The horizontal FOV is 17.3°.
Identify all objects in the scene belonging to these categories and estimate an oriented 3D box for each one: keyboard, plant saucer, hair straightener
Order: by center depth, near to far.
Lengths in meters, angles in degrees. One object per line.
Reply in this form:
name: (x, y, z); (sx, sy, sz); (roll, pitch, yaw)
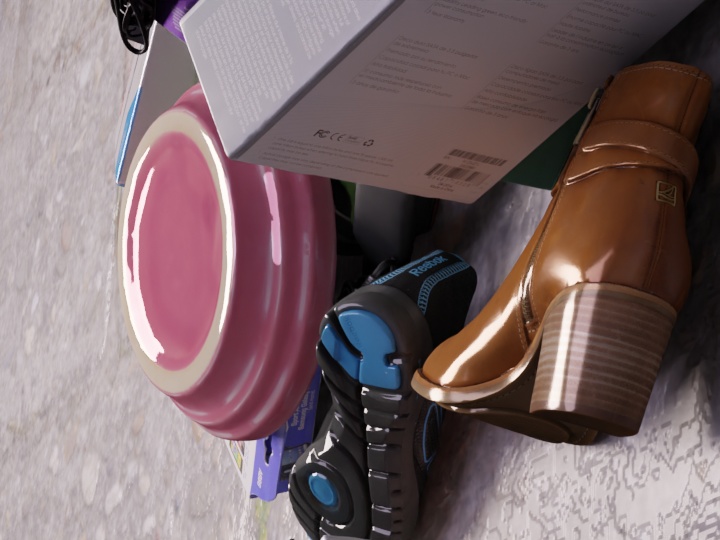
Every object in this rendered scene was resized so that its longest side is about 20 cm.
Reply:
hair straightener: (0.000, 0.000, 1.204); (0.077, 0.041, 0.200); (-52, -11, -34)
keyboard: (-0.121, -0.192, 1.238); (0.200, 0.039, 0.105); (107, 164, -62)
plant saucer: (-0.079, -0.010, 1.263); (0.200, 0.050, 0.202); (-4, 86, 61)

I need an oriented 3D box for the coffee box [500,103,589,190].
coffee box: (0.072, -0.144, 1.164); (0.201, 0.044, 0.124); (-111, 39, -52)

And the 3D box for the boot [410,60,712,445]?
boot: (0.094, -0.006, 1.034); (0.200, 0.073, 0.156); (-8, 65, 68)

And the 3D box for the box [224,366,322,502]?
box: (-0.066, 0.034, 1.356); (0.120, 0.041, 0.201); (99, 151, -44)

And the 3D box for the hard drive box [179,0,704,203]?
hard drive box: (0.048, -0.122, 0.991); (0.200, 0.155, 0.077); (-40, 58, 34)

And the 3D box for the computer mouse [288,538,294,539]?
computer mouse: (-0.042, 0.231, 1.270); (0.200, 0.046, 0.142); (-155, 78, -67)

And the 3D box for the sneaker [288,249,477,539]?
sneaker: (0.018, 0.077, 1.182); (0.073, 0.082, 0.201); (35, 139, 20)

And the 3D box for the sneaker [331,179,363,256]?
sneaker: (-0.037, -0.055, 1.350); (0.200, 0.076, 0.084); (-143, 63, -70)

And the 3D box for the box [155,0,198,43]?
box: (-0.051, -0.148, 1.343); (0.200, 0.136, 0.039); (-140, 62, -64)

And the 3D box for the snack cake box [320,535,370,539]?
snack cake box: (0.001, 0.209, 1.087); (0.200, 0.114, 0.068); (121, 150, -41)

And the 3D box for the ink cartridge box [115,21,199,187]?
ink cartridge box: (-0.115, -0.119, 1.520); (0.200, 0.066, 0.117); (-116, 41, -76)
